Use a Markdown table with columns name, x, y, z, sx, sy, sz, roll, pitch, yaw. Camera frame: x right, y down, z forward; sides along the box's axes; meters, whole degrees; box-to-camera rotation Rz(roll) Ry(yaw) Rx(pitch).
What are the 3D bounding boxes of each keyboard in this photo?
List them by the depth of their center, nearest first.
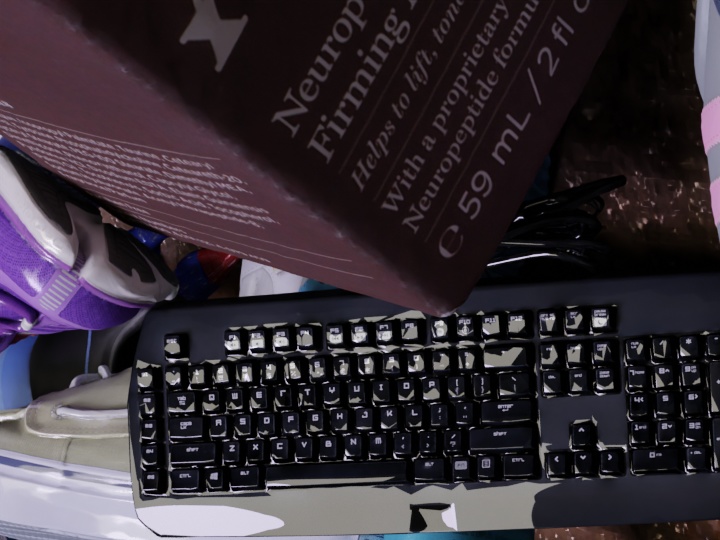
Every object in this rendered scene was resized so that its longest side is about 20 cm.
| name | x | y | z | sx | sy | sz | roll | pitch | yaw |
| --- | --- | --- | --- | --- | --- | --- | --- | --- | --- |
| keyboard | 0.017 | 0.026 | 0.746 | 0.199 | 0.040 | 0.104 | -5 | 81 | 19 |

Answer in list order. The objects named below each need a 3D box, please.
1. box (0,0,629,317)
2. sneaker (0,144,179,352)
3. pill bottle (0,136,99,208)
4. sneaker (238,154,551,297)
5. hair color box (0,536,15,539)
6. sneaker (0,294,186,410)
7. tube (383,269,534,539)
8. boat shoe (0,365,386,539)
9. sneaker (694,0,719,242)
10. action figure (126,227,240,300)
| name | x | y | z | sx | sy | sz | roll | pitch | yaw |
| --- | --- | --- | --- | --- | --- | --- | --- | --- | --- |
| box | -0.046 | -0.113 | 0.701 | 0.164 | 0.166 | 0.200 | 17 | 165 | 47 |
| sneaker | -0.130 | 0.011 | 0.848 | 0.081 | 0.084 | 0.200 | 36 | 162 | -23 |
| pill bottle | -0.108 | -0.088 | 0.913 | 0.200 | 0.111 | 0.111 | -35 | 79 | 53 |
| sneaker | 0.000 | 0.000 | 0.851 | 0.081 | 0.076 | 0.200 | 52 | 139 | 27 |
| hair color box | -0.220 | 0.182 | 1.203 | 0.061 | 0.100 | 0.200 | 61 | 144 | 7 |
| sneaker | -0.067 | 0.104 | 0.900 | 0.078 | 0.070 | 0.200 | -22 | 90 | 39 |
| tube | 0.031 | 0.095 | 0.784 | 0.050 | 0.077 | 0.201 | 1 | 77 | 29 |
| boat shoe | -0.076 | 0.064 | 0.837 | 0.199 | 0.072 | 0.062 | 6 | 76 | 21 |
| sneaker | 0.127 | -0.030 | 0.694 | 0.082 | 0.070 | 0.201 | -130 | 34 | -58 |
| action figure | -0.080 | 0.014 | 0.980 | 0.200 | 0.099 | 0.065 | -37 | 73 | 30 |
